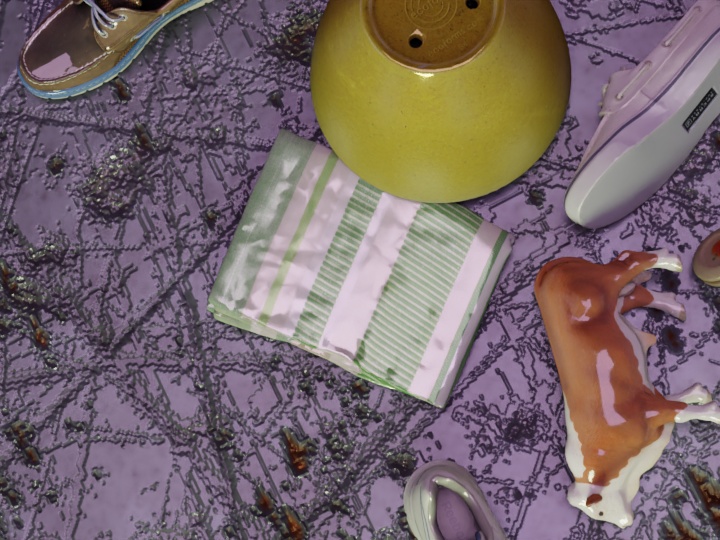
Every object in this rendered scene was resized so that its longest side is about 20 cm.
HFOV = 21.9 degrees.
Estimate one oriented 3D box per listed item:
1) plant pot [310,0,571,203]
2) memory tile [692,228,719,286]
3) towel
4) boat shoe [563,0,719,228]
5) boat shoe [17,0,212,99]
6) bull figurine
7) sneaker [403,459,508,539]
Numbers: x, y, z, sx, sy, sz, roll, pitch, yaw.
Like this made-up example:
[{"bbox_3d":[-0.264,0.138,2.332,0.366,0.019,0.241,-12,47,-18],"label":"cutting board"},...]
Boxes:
[{"bbox_3d":[0.056,-0.166,1.342,0.198,0.142,0.202,-1,75,4],"label":"plant pot"},{"bbox_3d":[0.328,-0.026,1.294,0.153,0.200,0.017,-49,122,-4],"label":"memory tile"},{"bbox_3d":[0.000,0.000,1.393,0.199,0.023,0.153,23,83,10],"label":"towel"},{"bbox_3d":[0.212,-0.121,1.374,0.200,0.071,0.070,-50,53,1],"label":"boat shoe"},{"bbox_3d":[-0.183,-0.208,1.416,0.199,0.072,0.072,-37,79,-1],"label":"boat shoe"},{"bbox_3d":[0.190,0.081,1.341,0.120,0.065,0.202,-14,82,-1],"label":"bull figurine"},{"bbox_3d":[0.090,0.226,1.316,0.074,0.087,0.201,-34,81,-2],"label":"sneaker"}]
